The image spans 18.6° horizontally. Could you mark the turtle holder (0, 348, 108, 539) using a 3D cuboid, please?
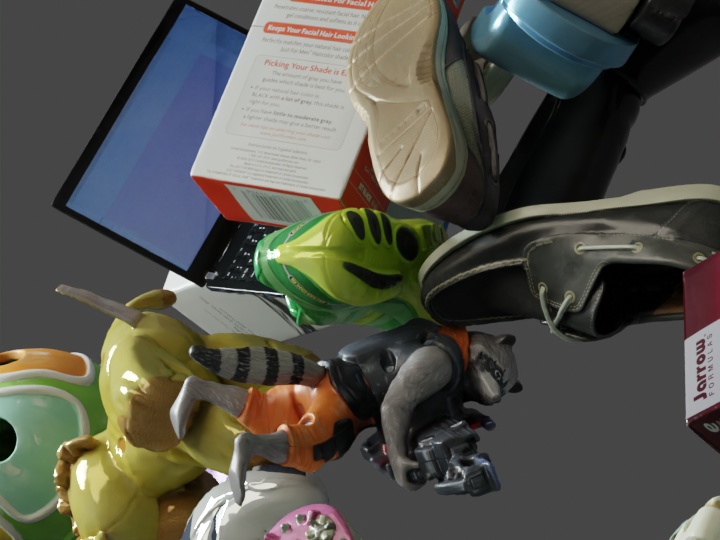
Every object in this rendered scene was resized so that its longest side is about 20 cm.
[{"bbox_3d":[-0.244,0.141,1.568,0.186,0.131,0.141,-55,31,20],"label":"turtle holder"}]

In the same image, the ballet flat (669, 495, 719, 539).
[{"bbox_3d":[0.189,0.129,1.000,0.199,0.074,0.075,-8,50,54],"label":"ballet flat"}]

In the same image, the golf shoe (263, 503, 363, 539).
[{"bbox_3d":[0.005,0.224,1.175,0.075,0.091,0.201,-23,59,19],"label":"golf shoe"}]

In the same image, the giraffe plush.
[{"bbox_3d":[-0.129,0.120,1.418,0.172,0.199,0.163,-23,-44,-65],"label":"giraffe plush"}]

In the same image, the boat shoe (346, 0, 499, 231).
[{"bbox_3d":[0.041,-0.094,1.271,0.072,0.065,0.201,-37,35,20],"label":"boat shoe"}]

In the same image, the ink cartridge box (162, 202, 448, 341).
[{"bbox_3d":[-0.030,-0.039,1.511,0.199,0.084,0.145,-19,43,46],"label":"ink cartridge box"}]

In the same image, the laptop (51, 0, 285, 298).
[{"bbox_3d":[-0.076,-0.085,1.434,0.199,0.103,0.178,5,62,55],"label":"laptop"}]

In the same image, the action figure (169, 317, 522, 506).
[{"bbox_3d":[0.008,0.074,1.241,0.192,0.105,0.200,-13,8,-19],"label":"action figure"}]

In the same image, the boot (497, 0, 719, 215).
[{"bbox_3d":[0.144,-0.078,1.306,0.201,0.066,0.165,-58,16,-22],"label":"boot"}]

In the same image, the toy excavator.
[{"bbox_3d":[0.102,-0.148,1.318,0.200,0.099,0.195,-56,15,28],"label":"toy excavator"}]

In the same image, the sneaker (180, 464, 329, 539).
[{"bbox_3d":[-0.086,0.216,1.310,0.199,0.079,0.130,-38,36,16],"label":"sneaker"}]

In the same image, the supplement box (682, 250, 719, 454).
[{"bbox_3d":[0.249,0.008,1.057,0.200,0.061,0.109,-33,33,34],"label":"supplement box"}]

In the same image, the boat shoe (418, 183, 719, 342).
[{"bbox_3d":[0.119,0.005,1.213,0.199,0.072,0.068,-10,52,27],"label":"boat shoe"}]

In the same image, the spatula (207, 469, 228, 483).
[{"bbox_3d":[-0.127,0.109,1.555,0.057,0.020,0.200,-51,26,14],"label":"spatula"}]

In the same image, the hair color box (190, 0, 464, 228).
[{"bbox_3d":[-0.015,-0.124,1.385,0.110,0.064,0.201,10,68,28],"label":"hair color box"}]

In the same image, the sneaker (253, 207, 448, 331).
[{"bbox_3d":[0.000,0.000,1.314,0.083,0.200,0.075,-1,78,24],"label":"sneaker"}]
